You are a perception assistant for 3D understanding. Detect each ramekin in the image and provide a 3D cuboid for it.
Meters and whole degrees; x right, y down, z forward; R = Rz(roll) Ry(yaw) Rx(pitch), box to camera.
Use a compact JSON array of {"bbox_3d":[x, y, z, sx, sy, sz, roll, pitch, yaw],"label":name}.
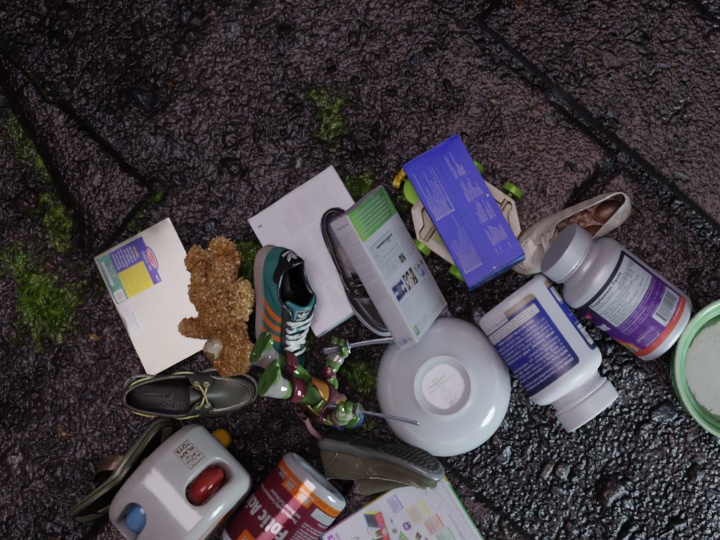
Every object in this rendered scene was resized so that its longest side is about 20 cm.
[{"bbox_3d":[0.528,0.137,1.659,0.196,0.098,0.204,0,85,4],"label":"ramekin"}]

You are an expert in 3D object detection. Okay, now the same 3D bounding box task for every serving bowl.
[{"bbox_3d":[0.118,0.166,1.703,0.196,0.066,0.204,0,86,4],"label":"serving bowl"}]

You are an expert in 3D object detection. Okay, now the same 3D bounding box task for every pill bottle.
[{"bbox_3d":[-0.124,0.368,1.677,0.114,0.114,0.201,40,88,7],"label":"pill bottle"},{"bbox_3d":[0.268,0.119,1.669,0.119,0.120,0.201,-35,83,0],"label":"pill bottle"},{"bbox_3d":[0.352,0.026,1.654,0.199,0.111,0.112,36,88,-8],"label":"pill bottle"}]

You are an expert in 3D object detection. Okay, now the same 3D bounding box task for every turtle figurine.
[{"bbox_3d":[-0.042,0.141,1.633,0.192,0.199,0.146,25,58,-31],"label":"turtle figurine"}]

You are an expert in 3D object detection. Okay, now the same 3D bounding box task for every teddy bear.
[{"bbox_3d":[-0.206,0.051,1.693,0.143,0.066,0.204,1,87,29],"label":"teddy bear"}]

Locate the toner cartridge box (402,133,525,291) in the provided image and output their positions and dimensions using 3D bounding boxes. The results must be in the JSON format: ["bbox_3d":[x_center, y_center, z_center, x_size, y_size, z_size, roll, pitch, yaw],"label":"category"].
[{"bbox_3d":[0.147,-0.082,1.690,0.094,0.043,0.202,-29,78,5],"label":"toner cartridge box"}]

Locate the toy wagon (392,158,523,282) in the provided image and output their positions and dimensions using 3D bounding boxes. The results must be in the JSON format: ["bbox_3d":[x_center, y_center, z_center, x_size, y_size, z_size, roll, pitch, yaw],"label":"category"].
[{"bbox_3d":[0.137,-0.087,1.734,0.199,0.040,0.156,34,88,12],"label":"toy wagon"}]

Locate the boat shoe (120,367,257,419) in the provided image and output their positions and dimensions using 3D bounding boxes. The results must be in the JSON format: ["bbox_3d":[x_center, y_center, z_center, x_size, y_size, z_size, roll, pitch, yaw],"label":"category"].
[{"bbox_3d":[-0.247,0.181,1.720,0.198,0.060,0.073,-1,95,-4],"label":"boat shoe"}]

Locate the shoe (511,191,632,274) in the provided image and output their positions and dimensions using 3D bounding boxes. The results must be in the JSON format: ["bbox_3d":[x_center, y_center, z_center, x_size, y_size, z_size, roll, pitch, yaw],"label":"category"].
[{"bbox_3d":[0.301,-0.059,1.714,0.198,0.053,0.071,-30,82,3],"label":"shoe"}]

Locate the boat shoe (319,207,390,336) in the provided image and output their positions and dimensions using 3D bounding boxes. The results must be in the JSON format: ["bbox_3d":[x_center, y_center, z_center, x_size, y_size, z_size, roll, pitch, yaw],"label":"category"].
[{"bbox_3d":[0.000,0.000,1.676,0.069,0.066,0.203,-24,85,2],"label":"boat shoe"}]

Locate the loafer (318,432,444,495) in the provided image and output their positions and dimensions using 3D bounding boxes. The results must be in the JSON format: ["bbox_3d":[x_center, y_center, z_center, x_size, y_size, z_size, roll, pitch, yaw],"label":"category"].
[{"bbox_3d":[0.029,0.282,1.683,0.197,0.075,0.071,10,99,32],"label":"loafer"}]

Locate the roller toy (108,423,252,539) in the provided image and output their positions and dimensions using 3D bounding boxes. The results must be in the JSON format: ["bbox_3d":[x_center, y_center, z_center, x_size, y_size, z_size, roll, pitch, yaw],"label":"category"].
[{"bbox_3d":[-0.253,0.312,1.658,0.140,0.182,0.200,43,89,7],"label":"roller toy"}]

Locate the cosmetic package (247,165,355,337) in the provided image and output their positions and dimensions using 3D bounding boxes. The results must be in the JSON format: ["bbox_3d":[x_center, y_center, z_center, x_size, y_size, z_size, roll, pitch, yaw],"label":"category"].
[{"bbox_3d":[-0.052,-0.027,1.740,0.149,0.052,0.202,-31,84,-1],"label":"cosmetic package"}]

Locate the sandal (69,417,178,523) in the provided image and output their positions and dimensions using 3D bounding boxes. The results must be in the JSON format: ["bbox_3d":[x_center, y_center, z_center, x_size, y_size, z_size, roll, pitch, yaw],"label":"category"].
[{"bbox_3d":[-0.346,0.289,1.730,0.201,0.080,0.057,-48,59,-4],"label":"sandal"}]

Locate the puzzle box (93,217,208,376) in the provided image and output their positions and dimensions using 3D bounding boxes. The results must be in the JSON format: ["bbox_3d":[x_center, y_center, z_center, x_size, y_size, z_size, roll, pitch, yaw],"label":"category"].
[{"bbox_3d":[-0.297,0.039,1.765,0.132,0.025,0.202,-26,83,2],"label":"puzzle box"}]

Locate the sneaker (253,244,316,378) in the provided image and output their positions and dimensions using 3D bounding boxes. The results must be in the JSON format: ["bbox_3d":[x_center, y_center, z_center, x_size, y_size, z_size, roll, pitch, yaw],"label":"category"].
[{"bbox_3d":[-0.102,0.067,1.679,0.071,0.079,0.203,-22,115,-37],"label":"sneaker"}]

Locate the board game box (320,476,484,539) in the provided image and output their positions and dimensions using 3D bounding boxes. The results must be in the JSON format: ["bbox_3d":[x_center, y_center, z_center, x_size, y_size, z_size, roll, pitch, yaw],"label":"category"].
[{"bbox_3d":[0.063,0.389,1.699,0.198,0.040,0.154,-32,83,1],"label":"board game box"}]

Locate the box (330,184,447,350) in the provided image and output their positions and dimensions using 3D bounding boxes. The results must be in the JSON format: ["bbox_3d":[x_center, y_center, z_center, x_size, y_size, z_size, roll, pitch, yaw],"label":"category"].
[{"bbox_3d":[0.042,-0.007,1.660,0.036,0.144,0.202,-24,99,28],"label":"box"}]
